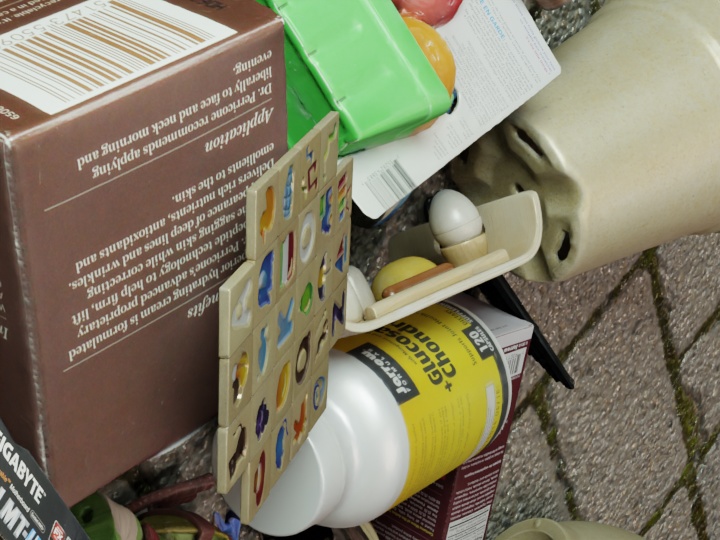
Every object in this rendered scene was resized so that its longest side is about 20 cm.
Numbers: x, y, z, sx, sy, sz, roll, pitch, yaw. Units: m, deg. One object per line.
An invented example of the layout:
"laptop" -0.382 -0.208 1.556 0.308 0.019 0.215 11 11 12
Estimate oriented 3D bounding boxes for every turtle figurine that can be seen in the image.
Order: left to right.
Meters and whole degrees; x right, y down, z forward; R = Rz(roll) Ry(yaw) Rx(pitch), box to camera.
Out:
"turtle figurine" -0.129 0.212 1.018 0.194 0.144 0.200 36 78 -51

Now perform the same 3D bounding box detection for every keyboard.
"keyboard" 0.087 0.019 1.224 0.040 0.104 0.200 -36 142 1

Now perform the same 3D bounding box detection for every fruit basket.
"fruit basket" 0.011 -0.148 0.987 0.200 0.094 0.185 -41 101 -44

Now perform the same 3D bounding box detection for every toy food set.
"toy food set" 0.000 0.000 1.063 0.200 0.143 0.061 -21 93 -41

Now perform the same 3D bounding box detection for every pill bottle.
"pill bottle" 0.001 0.091 1.065 0.200 0.112 0.112 -23 128 -54

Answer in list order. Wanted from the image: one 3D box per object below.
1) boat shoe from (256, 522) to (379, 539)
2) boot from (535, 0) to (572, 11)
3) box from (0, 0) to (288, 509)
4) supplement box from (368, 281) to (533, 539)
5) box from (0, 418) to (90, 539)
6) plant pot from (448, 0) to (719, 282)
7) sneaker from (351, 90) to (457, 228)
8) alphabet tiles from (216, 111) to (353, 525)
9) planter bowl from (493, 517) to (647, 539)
"boat shoe" -0.039 0.175 1.161 0.065 0.073 0.200 -74 148 -44
"boot" 0.069 -0.277 1.039 0.200 0.064 0.187 41 32 -30
"box" -0.145 -0.029 0.825 0.166 0.164 0.200 -31 133 -40
"supplement box" 0.044 0.113 1.210 0.061 0.109 0.200 -14 123 -48
"box" -0.221 0.132 0.799 0.199 0.200 0.050 68 28 -44
"plant pot" 0.168 -0.085 1.194 0.183 0.200 0.201 -27 131 -29
"sneaker" 0.045 -0.117 1.097 0.090 0.078 0.200 21 94 -59
"alphabet tiles" -0.034 0.020 0.842 0.200 0.006 0.167 -53 149 -64
"planter bowl" 0.168 0.288 1.433 0.135 0.200 0.200 40 77 -27
